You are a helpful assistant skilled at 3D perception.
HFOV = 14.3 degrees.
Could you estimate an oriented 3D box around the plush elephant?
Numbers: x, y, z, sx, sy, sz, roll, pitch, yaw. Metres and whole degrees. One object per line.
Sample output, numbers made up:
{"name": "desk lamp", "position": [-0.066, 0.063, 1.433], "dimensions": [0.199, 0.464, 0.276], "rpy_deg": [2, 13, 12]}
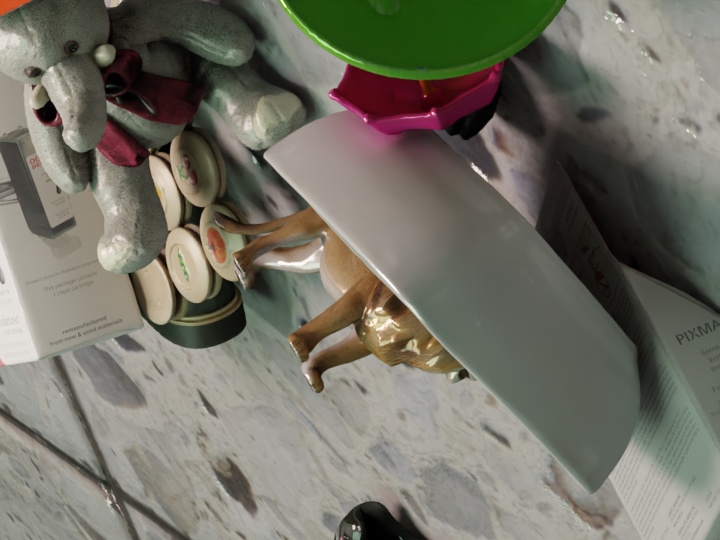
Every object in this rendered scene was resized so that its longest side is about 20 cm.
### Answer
{"name": "plush elephant", "position": [-0.156, -0.119, 1.681], "dimensions": [0.164, 0.155, 0.201], "rpy_deg": [-32, 75, 24]}

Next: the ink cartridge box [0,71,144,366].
{"name": "ink cartridge box", "position": [-0.231, -0.042, 1.902], "dimensions": [0.146, 0.084, 0.201], "rpy_deg": [-11, 96, 65]}

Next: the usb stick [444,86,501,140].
{"name": "usb stick", "position": [-0.001, -0.152, 1.516], "dimensions": [0.200, 0.033, 0.056], "rpy_deg": [47, 150, 15]}

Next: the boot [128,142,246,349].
{"name": "boot", "position": [-0.153, -0.046, 1.933], "dimensions": [0.200, 0.077, 0.139], "rpy_deg": [23, 133, 43]}

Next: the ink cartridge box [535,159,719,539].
{"name": "ink cartridge box", "position": [0.154, 0.053, 1.517], "dimensions": [0.161, 0.050, 0.201], "rpy_deg": [103, 145, -62]}

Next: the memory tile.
{"name": "memory tile", "position": [-0.135, -0.073, 1.819], "dimensions": [0.153, 0.017, 0.201], "rpy_deg": [-28, 83, 58]}

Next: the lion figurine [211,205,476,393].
{"name": "lion figurine", "position": [0.000, 0.000, 1.663], "dimensions": [0.200, 0.122, 0.073], "rpy_deg": [54, 172, 40]}

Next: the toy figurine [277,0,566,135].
{"name": "toy figurine", "position": [0.018, -0.149, 1.392], "dimensions": [0.184, 0.149, 0.201], "rpy_deg": [94, 157, -70]}

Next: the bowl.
{"name": "bowl", "position": [0.059, 0.005, 1.465], "dimensions": [0.200, 0.075, 0.200], "rpy_deg": [47, 180, -39]}

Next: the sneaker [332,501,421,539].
{"name": "sneaker", "position": [0.047, 0.235, 1.924], "dimensions": [0.200, 0.080, 0.087], "rpy_deg": [38, 143, 20]}

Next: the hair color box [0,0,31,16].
{"name": "hair color box", "position": [-0.168, -0.203, 1.574], "dimensions": [0.200, 0.111, 0.064], "rpy_deg": [-20, 116, 48]}
